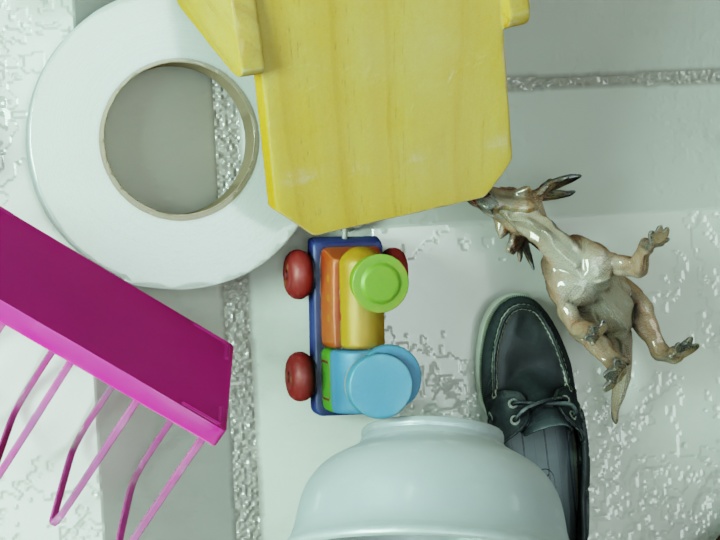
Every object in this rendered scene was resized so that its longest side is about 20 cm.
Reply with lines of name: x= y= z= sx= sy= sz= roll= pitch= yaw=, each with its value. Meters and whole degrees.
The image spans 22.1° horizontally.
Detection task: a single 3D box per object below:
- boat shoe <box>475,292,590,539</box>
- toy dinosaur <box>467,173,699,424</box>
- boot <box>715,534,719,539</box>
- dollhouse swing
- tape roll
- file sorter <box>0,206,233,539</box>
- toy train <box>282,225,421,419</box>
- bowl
boat shoe: x=0.126 y=0.116 z=1.286 sx=0.074 sy=0.066 sz=0.200 roll=-3 pitch=92 yaw=-14
toy dinosaur: x=0.155 y=0.007 z=1.281 sx=0.086 sy=0.136 sz=0.200 roll=-36 pitch=129 yaw=-11
boot: x=0.312 y=0.255 z=1.338 sx=0.186 sy=0.064 sz=0.200 roll=41 pitch=79 yaw=2
dollhouse swing: x=-0.009 y=-0.151 z=1.219 sx=0.199 sy=0.182 sz=0.176 roll=-14 pitch=126 yaw=-20
tape roll: x=-0.124 y=-0.087 z=1.234 sx=0.202 sy=0.037 sz=0.203 roll=0 pitch=91 yaw=-14
file sorter: x=-0.198 y=0.070 z=1.158 sx=0.200 sy=0.139 sz=0.126 roll=32 pitch=106 yaw=-12
toy train: x=0.000 y=0.000 z=1.226 sx=0.084 sy=0.116 sz=0.201 roll=-1 pitch=92 yaw=-14
bowl: x=0.047 y=0.150 z=1.217 sx=0.200 sy=0.201 sz=0.091 roll=8 pitch=71 yaw=-14
